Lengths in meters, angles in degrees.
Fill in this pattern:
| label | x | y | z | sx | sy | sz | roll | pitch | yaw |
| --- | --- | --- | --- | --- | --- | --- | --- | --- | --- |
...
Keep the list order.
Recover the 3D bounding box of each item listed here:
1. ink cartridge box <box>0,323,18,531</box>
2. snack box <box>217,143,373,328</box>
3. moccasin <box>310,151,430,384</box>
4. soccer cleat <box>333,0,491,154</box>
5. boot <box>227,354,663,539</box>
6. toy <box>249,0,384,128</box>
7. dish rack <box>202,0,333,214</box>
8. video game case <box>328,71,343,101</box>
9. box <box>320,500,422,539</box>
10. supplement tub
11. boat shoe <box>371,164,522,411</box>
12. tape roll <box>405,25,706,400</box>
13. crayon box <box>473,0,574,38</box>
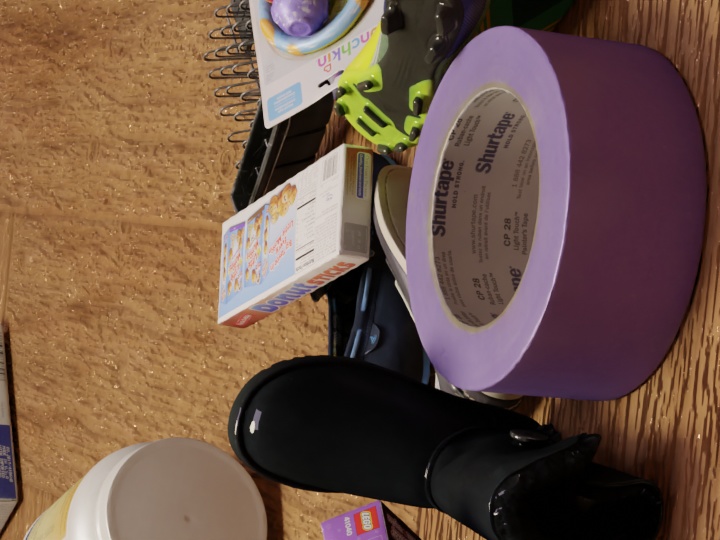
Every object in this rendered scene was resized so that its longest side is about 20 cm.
| label | x | y | z | sx | sy | sz | roll | pitch | yaw |
| --- | --- | --- | --- | --- | --- | --- | --- | --- | --- |
| ink cartridge box | -0.383 | 0.183 | 2.566 | 0.200 | 0.043 | 0.197 | 124 | 143 | -51 |
| snack box | -0.044 | -0.019 | 1.681 | 0.200 | 0.024 | 0.072 | 151 | 124 | -62 |
| moccasin | 0.000 | 0.000 | 1.686 | 0.081 | 0.068 | 0.200 | 118 | 151 | -44 |
| soccer cleat | 0.038 | -0.135 | 1.529 | 0.084 | 0.065 | 0.200 | -51 | -6 | -27 |
| boot | 0.045 | 0.103 | 1.404 | 0.168 | 0.200 | 0.077 | -159 | 82 | -69 |
| toy | -0.039 | -0.206 | 1.753 | 0.115 | 0.047 | 0.200 | -28 | 50 | 28 |
| dish rack | -0.073 | -0.154 | 1.864 | 0.154 | 0.054 | 0.200 | 114 | 143 | -56 |
| video game case | -0.014 | -0.200 | 1.833 | 0.200 | 0.019 | 0.143 | -137 | 56 | -61 |
| box | 0.048 | 0.224 | 1.399 | 0.039 | 0.200 | 0.137 | -23 | 54 | 16 |
| supplement tub | -0.160 | 0.209 | 1.916 | 0.200 | 0.144 | 0.145 | 139 | 132 | -58 |
| boat shoe | 0.044 | 0.018 | 1.581 | 0.063 | 0.072 | 0.200 | -62 | 36 | 35 |
| tape roll | 0.103 | -0.030 | 1.441 | 0.200 | 0.085 | 0.201 | -174 | 90 | -67 |
| crayon box | 0.084 | -0.239 | 1.564 | 0.173 | 0.058 | 0.200 | 125 | 142 | -51 |
